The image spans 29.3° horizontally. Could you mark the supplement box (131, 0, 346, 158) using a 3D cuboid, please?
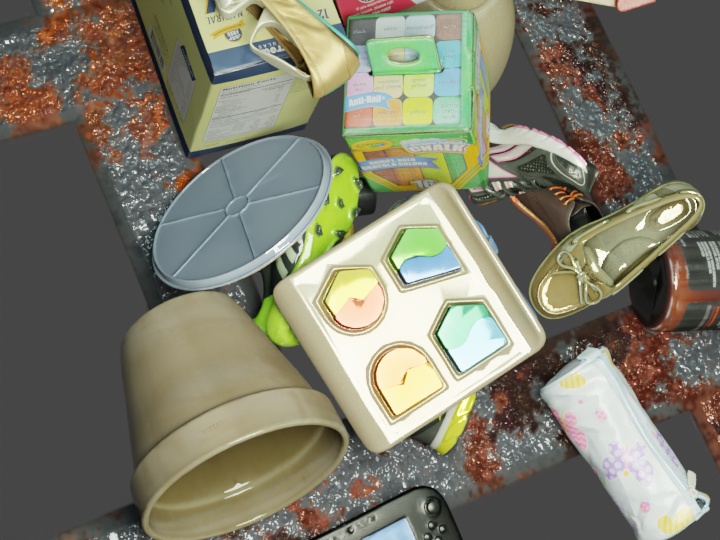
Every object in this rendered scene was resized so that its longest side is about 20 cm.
[{"bbox_3d":[-0.126,-0.249,1.344,0.134,0.200,0.201,-17,78,-19],"label":"supplement box"}]

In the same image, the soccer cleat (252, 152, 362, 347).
[{"bbox_3d":[-0.058,-0.024,1.346,0.067,0.081,0.201,30,74,-45],"label":"soccer cleat"}]

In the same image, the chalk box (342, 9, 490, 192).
[{"bbox_3d":[0.053,-0.165,1.302,0.124,0.200,0.125,0,74,12],"label":"chalk box"}]

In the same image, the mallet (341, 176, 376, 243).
[{"bbox_3d":[0.000,0.000,1.390,0.065,0.041,0.201,-10,80,-14],"label":"mallet"}]

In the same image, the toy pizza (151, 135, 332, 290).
[{"bbox_3d":[-0.110,-0.051,1.314,0.200,0.200,0.032,-52,130,-22],"label":"toy pizza"}]

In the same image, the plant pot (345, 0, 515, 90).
[{"bbox_3d":[0.081,-0.277,1.444,0.199,0.134,0.201,4,72,-14],"label":"plant pot"}]

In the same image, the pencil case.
[{"bbox_3d":[0.263,0.175,1.373,0.083,0.091,0.200,-32,82,-21],"label":"pencil case"}]

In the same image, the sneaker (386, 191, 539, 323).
[{"bbox_3d":[0.108,0.000,1.391,0.200,0.082,0.074,45,66,0],"label":"sneaker"}]

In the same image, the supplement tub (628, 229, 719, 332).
[{"bbox_3d":[0.392,0.010,1.450,0.199,0.107,0.108,-1,73,-15],"label":"supplement tub"}]

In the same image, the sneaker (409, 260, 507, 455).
[{"bbox_3d":[0.084,0.078,1.338,0.084,0.074,0.201,18,94,-1],"label":"sneaker"}]

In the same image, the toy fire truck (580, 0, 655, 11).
[{"bbox_3d":[0.227,-0.358,1.535,0.199,0.049,0.142,-3,110,9],"label":"toy fire truck"}]

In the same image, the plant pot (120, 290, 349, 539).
[{"bbox_3d":[-0.135,0.121,1.245,0.199,0.200,0.174,-19,63,-19],"label":"plant pot"}]

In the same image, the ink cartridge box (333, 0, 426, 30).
[{"bbox_3d":[0.015,-0.349,1.285,0.145,0.201,0.084,-20,33,1],"label":"ink cartridge box"}]

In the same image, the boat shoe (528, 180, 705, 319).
[{"bbox_3d":[0.253,-0.019,1.370,0.200,0.063,0.073,-32,92,11],"label":"boat shoe"}]

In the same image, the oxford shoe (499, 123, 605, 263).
[{"bbox_3d":[0.212,-0.077,1.448,0.071,0.073,0.200,-32,83,-22],"label":"oxford shoe"}]

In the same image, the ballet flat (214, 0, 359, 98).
[{"bbox_3d":[-0.088,-0.231,1.207,0.200,0.069,0.063,42,82,2],"label":"ballet flat"}]

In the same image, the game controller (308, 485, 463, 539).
[{"bbox_3d":[0.007,0.285,1.296,0.199,0.042,0.105,-24,80,-20],"label":"game controller"}]

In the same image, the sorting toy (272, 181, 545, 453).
[{"bbox_3d":[0.046,0.043,1.278,0.199,0.036,0.186,-32,88,-3],"label":"sorting toy"}]

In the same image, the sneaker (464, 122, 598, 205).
[{"bbox_3d":[0.149,-0.102,1.409,0.080,0.199,0.087,22,90,-52],"label":"sneaker"}]
